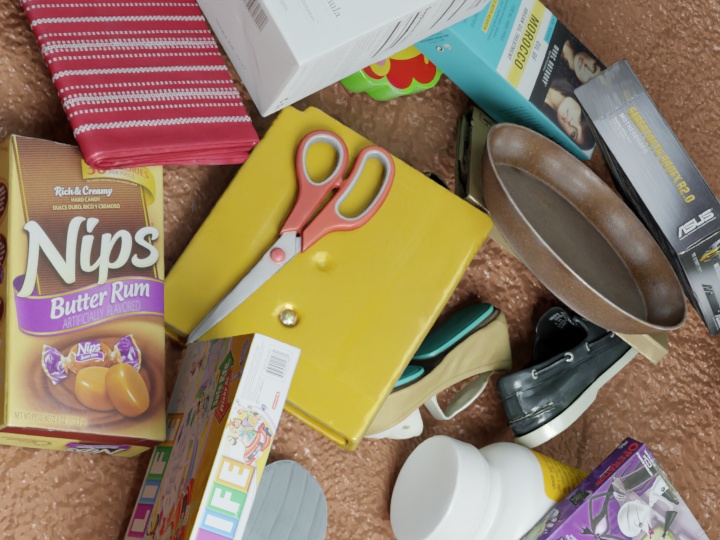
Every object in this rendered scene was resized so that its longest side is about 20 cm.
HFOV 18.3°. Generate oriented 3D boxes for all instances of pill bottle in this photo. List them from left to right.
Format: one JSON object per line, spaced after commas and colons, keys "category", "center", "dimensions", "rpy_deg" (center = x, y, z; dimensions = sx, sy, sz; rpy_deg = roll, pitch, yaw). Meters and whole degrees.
{"category": "pill bottle", "center": [0.125, 0.191, 1.626], "dimensions": [0.200, 0.113, 0.113], "rpy_deg": [23, 63, -27]}

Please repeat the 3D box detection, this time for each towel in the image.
{"category": "towel", "center": [-0.164, -0.158, 1.557], "dimensions": [0.144, 0.022, 0.200], "rpy_deg": [-6, 63, -40]}

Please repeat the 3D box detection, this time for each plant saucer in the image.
{"category": "plant saucer", "center": [0.157, -0.024, 1.636], "dimensions": [0.200, 0.034, 0.200], "rpy_deg": [36, 26, -21]}

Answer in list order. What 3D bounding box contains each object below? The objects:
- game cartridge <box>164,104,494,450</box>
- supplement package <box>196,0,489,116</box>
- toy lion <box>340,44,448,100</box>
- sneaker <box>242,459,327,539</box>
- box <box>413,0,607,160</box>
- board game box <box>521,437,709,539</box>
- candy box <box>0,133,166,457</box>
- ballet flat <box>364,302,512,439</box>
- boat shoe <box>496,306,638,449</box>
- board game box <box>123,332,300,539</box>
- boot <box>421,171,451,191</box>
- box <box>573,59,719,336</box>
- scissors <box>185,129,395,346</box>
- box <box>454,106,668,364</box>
{"category": "game cartridge", "center": [-0.028, 0.000, 1.576], "dimensions": [0.176, 0.032, 0.200], "rpy_deg": [32, 67, 3]}
{"category": "supplement package", "center": [0.000, -0.212, 1.583], "dimensions": [0.200, 0.110, 0.114], "rpy_deg": [-28, 85, -22]}
{"category": "toy lion", "center": [0.018, -0.239, 1.725], "dimensions": [0.192, 0.069, 0.200], "rpy_deg": [51, 54, -20]}
{"category": "sneaker", "center": [-0.085, 0.200, 1.508], "dimensions": [0.073, 0.071, 0.200], "rpy_deg": [48, 34, -8]}
{"category": "box", "center": [0.115, -0.170, 1.741], "dimensions": [0.200, 0.049, 0.082], "rpy_deg": [38, 61, -34]}
{"category": "board game box", "center": [0.205, 0.231, 1.593], "dimensions": [0.120, 0.032, 0.200], "rpy_deg": [-41, 113, -11]}
{"category": "candy box", "center": [-0.193, 0.018, 1.496], "dimensions": [0.116, 0.056, 0.201], "rpy_deg": [8, 69, -32]}
{"category": "ballet flat", "center": [0.043, 0.088, 1.633], "dimensions": [0.200, 0.069, 0.063], "rpy_deg": [-28, 106, -36]}
{"category": "boat shoe", "center": [0.157, 0.061, 1.702], "dimensions": [0.066, 0.074, 0.199], "rpy_deg": [56, 44, -6]}
{"category": "board game box", "center": [-0.106, 0.142, 1.440], "dimensions": [0.034, 0.134, 0.201], "rpy_deg": [22, 77, -20]}
{"category": "boot", "center": [0.000, 0.000, 1.624], "dimensions": [0.074, 0.075, 0.200], "rpy_deg": [44, 57, -17]}
{"category": "box", "center": [0.238, -0.052, 1.714], "dimensions": [0.048, 0.200, 0.159], "rpy_deg": [-31, 65, 4]}
{"category": "scissors", "center": [-0.044, -0.015, 1.553], "dimensions": [0.073, 0.014, 0.200], "rpy_deg": [30, 66, 0]}
{"category": "box", "center": [0.153, -0.029, 1.711], "dimensions": [0.200, 0.021, 0.164], "rpy_deg": [38, 24, -15]}
